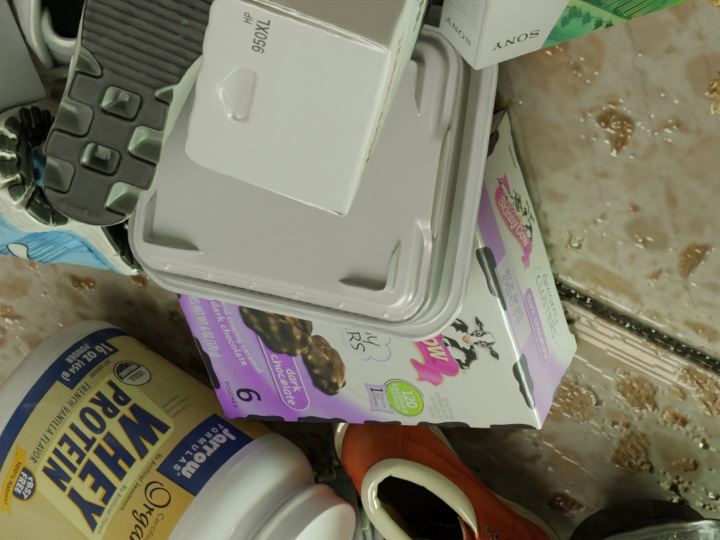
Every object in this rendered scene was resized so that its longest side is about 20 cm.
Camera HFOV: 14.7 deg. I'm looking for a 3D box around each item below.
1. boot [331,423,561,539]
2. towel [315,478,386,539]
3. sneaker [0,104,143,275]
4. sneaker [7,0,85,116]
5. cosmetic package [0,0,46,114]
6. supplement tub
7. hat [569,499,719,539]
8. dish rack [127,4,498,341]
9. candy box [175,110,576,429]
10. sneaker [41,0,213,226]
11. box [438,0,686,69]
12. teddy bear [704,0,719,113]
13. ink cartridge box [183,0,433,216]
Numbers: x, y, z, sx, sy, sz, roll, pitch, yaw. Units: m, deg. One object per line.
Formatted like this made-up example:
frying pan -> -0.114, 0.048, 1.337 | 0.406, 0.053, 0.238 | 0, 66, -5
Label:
boot -> 0.062, 0.161, 1.608 | 0.075, 0.107, 0.200 | -43, 109, 7
towel -> -0.051, 0.219, 1.711 | 0.199, 0.048, 0.172 | -10, 88, 34
sneaker -> -0.177, -0.042, 1.479 | 0.089, 0.079, 0.200 | -7, 166, 19
sneaker -> -0.157, -0.124, 1.473 | 0.070, 0.081, 0.201 | -5, 136, -5
cosmetic package -> -0.263, -0.151, 1.473 | 0.150, 0.052, 0.201 | -25, 86, 43
supplement tub -> -0.116, 0.135, 1.629 | 0.199, 0.144, 0.145 | 31, 139, 19
hat -> 0.158, 0.186, 1.598 | 0.199, 0.081, 0.201 | -6, 134, -6
dish rack -> -0.034, -0.060, 1.430 | 0.199, 0.043, 0.173 | 12, 97, 25
candy box -> 0.000, 0.000, 1.524 | 0.199, 0.072, 0.168 | 0, 129, 27
sneaker -> -0.103, -0.124, 1.380 | 0.074, 0.089, 0.201 | 26, 123, -9
box -> 0.115, -0.190, 1.246 | 0.036, 0.144, 0.201 | 52, 149, 32
teddy bear -> 0.205, -0.134, 1.255 | 0.200, 0.145, 0.067 | 53, 174, -31
ink cartridge box -> -0.004, -0.149, 1.273 | 0.084, 0.201, 0.145 | 20, 150, 3
